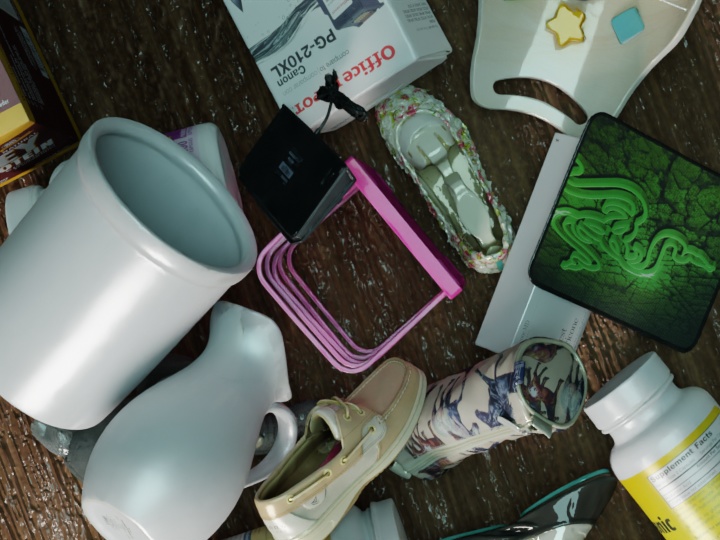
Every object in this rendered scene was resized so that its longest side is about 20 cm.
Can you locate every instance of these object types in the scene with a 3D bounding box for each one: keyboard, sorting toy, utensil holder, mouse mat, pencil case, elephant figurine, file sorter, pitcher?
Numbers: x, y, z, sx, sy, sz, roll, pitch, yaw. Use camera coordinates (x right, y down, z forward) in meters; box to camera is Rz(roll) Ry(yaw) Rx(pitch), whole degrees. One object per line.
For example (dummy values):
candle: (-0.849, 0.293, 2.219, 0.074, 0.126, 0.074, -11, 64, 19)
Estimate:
keyboard: (-0.040, -0.098, 1.291, 0.021, 0.200, 0.128, 33, 97, -26)
sorting toy: (0.183, -0.215, 1.403, 0.198, 0.107, 0.182, 21, 97, 2)
utensil holder: (-0.209, 0.007, 1.279, 0.170, 0.170, 0.200, 44, 111, 2)
mouse mat: (0.251, -0.031, 1.392, 0.198, 0.008, 0.163, 23, 90, -25)
pencil case: (0.102, 0.124, 1.357, 0.078, 0.199, 0.090, 46, 49, -12)
elephant figurine: (-0.156, 0.136, 1.406, 0.200, 0.155, 0.141, -47, 54, -9)
file sorter: (0.000, 0.000, 1.354, 0.125, 0.200, 0.139, -41, 88, 4)
pitcher: (-0.128, 0.154, 1.297, 0.120, 0.173, 0.201, 12, 51, 36)

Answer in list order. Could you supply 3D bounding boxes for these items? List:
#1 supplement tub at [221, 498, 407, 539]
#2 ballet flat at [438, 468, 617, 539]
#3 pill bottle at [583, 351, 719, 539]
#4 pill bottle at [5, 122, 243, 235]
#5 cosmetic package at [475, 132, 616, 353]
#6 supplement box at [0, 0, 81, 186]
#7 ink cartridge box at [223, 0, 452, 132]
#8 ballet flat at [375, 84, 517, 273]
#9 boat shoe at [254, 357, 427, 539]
supplement tub: (-0.048, 0.289, 1.376, 0.198, 0.145, 0.146, -18, 88, 2)
ballet flat: (0.147, 0.247, 1.402, 0.198, 0.068, 0.069, -27, 66, 14)
pill bottle: (0.289, 0.174, 1.381, 0.111, 0.111, 0.201, -38, 87, 1)
pill bottle: (-0.210, -0.055, 1.405, 0.197, 0.112, 0.114, -15, 89, 2)
cosmetic package: (0.179, -0.012, 1.399, 0.082, 0.050, 0.202, 20, 90, -36)
supplement box: (-0.360, -0.177, 1.369, 0.132, 0.200, 0.199, -26, 88, 2)
ink cartridge box: (-0.033, -0.241, 1.391, 0.144, 0.084, 0.202, -29, 88, 27)
ballet flat: (0.081, -0.087, 1.417, 0.075, 0.064, 0.201, -35, 87, 2)
boat shoe: (-0.017, 0.144, 1.338, 0.201, 0.073, 0.069, -53, 123, -25)
